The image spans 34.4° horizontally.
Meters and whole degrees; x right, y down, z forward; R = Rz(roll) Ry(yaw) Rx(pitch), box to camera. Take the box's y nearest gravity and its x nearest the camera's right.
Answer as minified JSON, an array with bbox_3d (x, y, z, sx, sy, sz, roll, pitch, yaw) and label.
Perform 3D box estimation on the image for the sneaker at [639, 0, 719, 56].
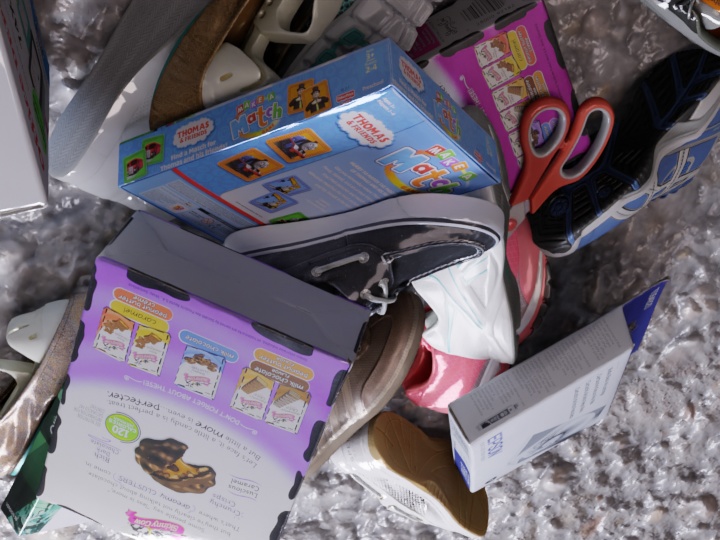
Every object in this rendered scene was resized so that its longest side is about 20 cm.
[{"bbox_3d":[0.222,-0.214,0.818,0.198,0.080,0.074,27,114,-26],"label":"sneaker"}]

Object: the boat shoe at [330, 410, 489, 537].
[{"bbox_3d":[0.045,0.185,1.033,0.069,0.072,0.200,-19,137,30],"label":"boat shoe"}]

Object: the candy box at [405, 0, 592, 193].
[{"bbox_3d":[0.055,-0.106,0.849,0.198,0.061,0.137,-27,127,2],"label":"candy box"}]

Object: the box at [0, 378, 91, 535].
[{"bbox_3d":[-0.176,0.111,0.899,0.143,0.036,0.202,-1,127,-53],"label":"box"}]

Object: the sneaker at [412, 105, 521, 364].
[{"bbox_3d":[0.070,-0.019,0.835,0.079,0.071,0.203,0,119,15],"label":"sneaker"}]

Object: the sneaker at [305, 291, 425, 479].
[{"bbox_3d":[-0.027,0.091,0.946,0.075,0.071,0.201,28,110,-27],"label":"sneaker"}]

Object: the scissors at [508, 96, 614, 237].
[{"bbox_3d":[0.123,-0.043,0.869,0.072,0.014,0.202,8,122,-24],"label":"scissors"}]

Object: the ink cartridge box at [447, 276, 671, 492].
[{"bbox_3d":[0.165,0.100,0.945,0.198,0.041,0.200,-30,159,-5],"label":"ink cartridge box"}]

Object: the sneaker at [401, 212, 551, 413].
[{"bbox_3d":[0.090,0.039,0.943,0.085,0.074,0.203,8,119,-18],"label":"sneaker"}]

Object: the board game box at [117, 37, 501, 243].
[{"bbox_3d":[-0.030,-0.068,0.742,0.197,0.037,0.151,-15,155,27],"label":"board game box"}]

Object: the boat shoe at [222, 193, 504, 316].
[{"bbox_3d":[0.000,0.000,0.770,0.196,0.069,0.072,-8,155,12],"label":"boat shoe"}]

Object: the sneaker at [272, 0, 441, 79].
[{"bbox_3d":[-0.002,-0.182,0.770,0.200,0.091,0.077,-49,141,8],"label":"sneaker"}]

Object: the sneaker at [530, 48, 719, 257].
[{"bbox_3d":[0.215,-0.076,0.889,0.199,0.076,0.077,-42,131,-4],"label":"sneaker"}]

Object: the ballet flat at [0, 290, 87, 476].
[{"bbox_3d":[-0.248,0.075,0.881,0.067,0.068,0.201,31,108,-19],"label":"ballet flat"}]

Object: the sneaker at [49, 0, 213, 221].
[{"bbox_3d":[-0.114,-0.126,0.796,0.115,0.074,0.201,28,107,-45],"label":"sneaker"}]

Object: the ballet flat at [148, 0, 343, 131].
[{"bbox_3d":[-0.057,-0.149,0.718,0.201,0.072,0.068,-53,144,4],"label":"ballet flat"}]

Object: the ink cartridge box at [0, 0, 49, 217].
[{"bbox_3d":[-0.264,-0.130,0.664,0.143,0.201,0.149,-11,124,-8],"label":"ink cartridge box"}]

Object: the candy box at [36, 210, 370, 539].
[{"bbox_3d":[-0.106,0.089,0.760,0.165,0.072,0.202,23,119,0],"label":"candy box"}]
